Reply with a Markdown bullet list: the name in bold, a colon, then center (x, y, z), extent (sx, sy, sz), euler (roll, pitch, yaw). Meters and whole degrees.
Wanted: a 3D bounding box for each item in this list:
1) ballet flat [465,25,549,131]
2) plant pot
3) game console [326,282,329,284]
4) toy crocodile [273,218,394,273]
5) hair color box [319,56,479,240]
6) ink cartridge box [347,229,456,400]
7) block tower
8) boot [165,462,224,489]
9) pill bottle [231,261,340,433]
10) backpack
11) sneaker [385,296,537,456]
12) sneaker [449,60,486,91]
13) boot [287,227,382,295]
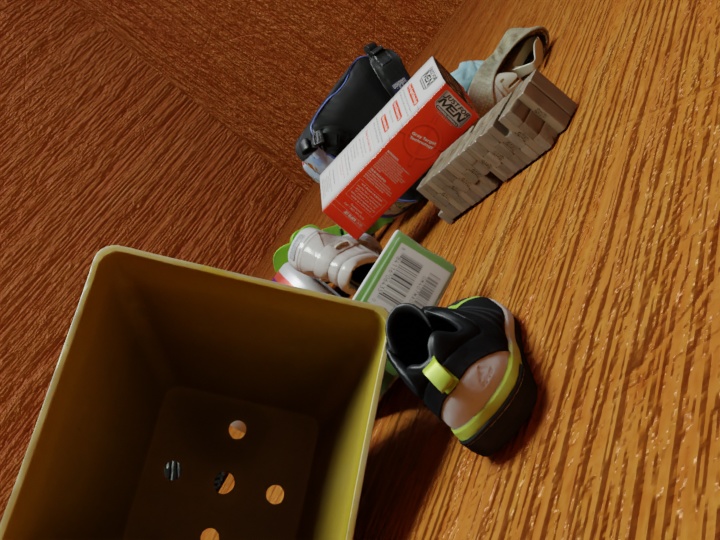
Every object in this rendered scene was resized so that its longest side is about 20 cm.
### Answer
- **ballet flat**: center (0.179, -0.235, 1.033), extent (0.062, 0.068, 0.202), euler (-4, 45, 40)
- **plant pot**: center (-0.099, 0.129, 0.586), extent (0.177, 0.196, 0.204), euler (103, 179, -66)
- **game console**: center (-0.049, 0.046, 1.273), extent (0.200, 0.114, 0.180), euler (-129, 47, -81)
- **toy crocodile**: center (-0.041, -0.045, 1.265), extent (0.197, 0.063, 0.067), euler (-20, 1, -19)
- **hair color box**: center (0.039, -0.141, 0.986), extent (0.200, 0.061, 0.102), euler (-45, 24, 19)
- **ink cartridge box**: center (0.011, 0.060, 0.721), extent (0.105, 0.059, 0.201), euler (-57, -4, -25)
- **block tower**: center (0.128, -0.118, 0.858), extent (0.054, 0.057, 0.200), euler (-57, 8, -31)
- **boot**: center (-0.269, 0.323, 1.160), extent (0.213, 0.079, 0.158), euler (-58, 10, -24)
- **pill bottle**: center (-0.104, 0.098, 1.056), extent (0.201, 0.112, 0.112), euler (-53, 9, 1)
- **backpack**: center (0.022, -0.169, 1.180), extent (0.202, 0.189, 0.154), euler (-56, 5, -21)
- **sneaker**: center (0.055, 0.041, 0.536), extent (0.072, 0.082, 0.200), euler (-51, 8, 6)
- **sneaker**: center (0.119, -0.204, 1.085), extent (0.201, 0.081, 0.075), euler (-51, -35, -44)
- **boot**: center (0.000, 0.000, 1.027), extent (0.199, 0.095, 0.075), euler (2, -66, -61)
